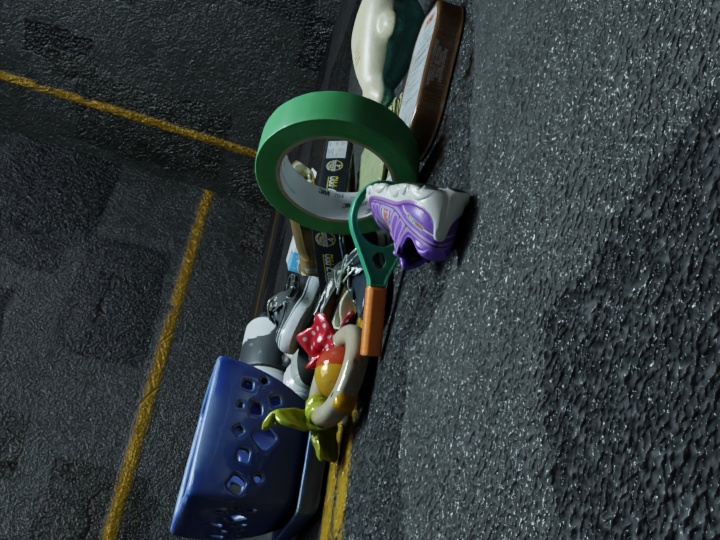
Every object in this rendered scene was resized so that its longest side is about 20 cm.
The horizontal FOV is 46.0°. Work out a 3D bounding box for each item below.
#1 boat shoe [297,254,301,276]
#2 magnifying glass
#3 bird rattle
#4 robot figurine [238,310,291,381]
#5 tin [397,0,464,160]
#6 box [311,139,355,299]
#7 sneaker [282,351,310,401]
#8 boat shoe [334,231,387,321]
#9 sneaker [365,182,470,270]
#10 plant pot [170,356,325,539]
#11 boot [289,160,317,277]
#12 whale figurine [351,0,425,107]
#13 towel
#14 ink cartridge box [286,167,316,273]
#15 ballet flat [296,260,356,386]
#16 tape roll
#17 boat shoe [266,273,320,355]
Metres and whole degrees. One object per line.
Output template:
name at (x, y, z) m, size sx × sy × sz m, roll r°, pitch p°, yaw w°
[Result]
boat shoe at (-0.081, -0.011, 1.517) m, size 0.203 × 0.073 × 0.087 m, roll -90°, pitch 19°, yaw -62°
magnifying glass at (0.021, -0.003, 0.985) m, size 0.022 × 0.078 × 0.204 m, roll -170°, pitch 86°, yaw -76°
bird rattle at (-0.029, 0.133, 1.064) m, size 0.163 × 0.112 × 0.202 m, roll -37°, pitch 24°, yaw 55°
robot figurine at (-0.162, 0.167, 1.575) m, size 0.151 × 0.122 × 0.203 m, roll 79°, pitch -164°, yaw -54°
tin at (0.084, -0.238, 1.060) m, size 0.112 × 0.041 × 0.203 m, roll 161°, pitch 124°, yaw -73°
box at (-0.036, -0.079, 1.315) m, size 0.163 × 0.048 × 0.202 m, roll 83°, pitch -171°, yaw -47°
sneaker at (-0.080, 0.116, 1.370) m, size 0.093 × 0.075 × 0.201 m, roll -61°, pitch 23°, yaw 27°
boat shoe at (0.000, 0.000, 1.089) m, size 0.201 × 0.061 × 0.076 m, roll -91°, pitch 21°, yaw -55°
sneaker at (0.047, -0.044, 0.864) m, size 0.200 × 0.079 × 0.085 m, roll -156°, pitch 76°, yaw -79°
plant pot at (-0.145, 0.262, 1.167) m, size 0.201 × 0.177 × 0.203 m, roll 121°, pitch 162°, yaw -54°
boot at (-0.083, -0.101, 1.360) m, size 0.201 × 0.065 × 0.177 m, roll 82°, pitch 179°, yaw -54°
whale figurine at (0.044, -0.314, 1.233) m, size 0.159 × 0.102 × 0.204 m, roll 127°, pitch 147°, yaw -65°
towel at (0.029, -0.146, 1.221) m, size 0.200 × 0.036 × 0.151 m, roll 129°, pitch 153°, yaw -65°
ink cartridge box at (-0.092, -0.098, 1.722) m, size 0.115 × 0.067 × 0.203 m, roll -123°, pitch 48°, yaw -76°
ballet flat at (-0.042, 0.083, 1.198) m, size 0.068 × 0.067 × 0.203 m, roll -126°, pitch 51°, yaw -66°
tape roll at (-0.027, -0.125, 1.028) m, size 0.201 × 0.197 × 0.049 m, roll 119°, pitch 165°, yaw -52°
boat shoe at (-0.106, 0.056, 1.253) m, size 0.201 × 0.065 × 0.071 m, roll -71°, pitch -6°, yaw -62°
